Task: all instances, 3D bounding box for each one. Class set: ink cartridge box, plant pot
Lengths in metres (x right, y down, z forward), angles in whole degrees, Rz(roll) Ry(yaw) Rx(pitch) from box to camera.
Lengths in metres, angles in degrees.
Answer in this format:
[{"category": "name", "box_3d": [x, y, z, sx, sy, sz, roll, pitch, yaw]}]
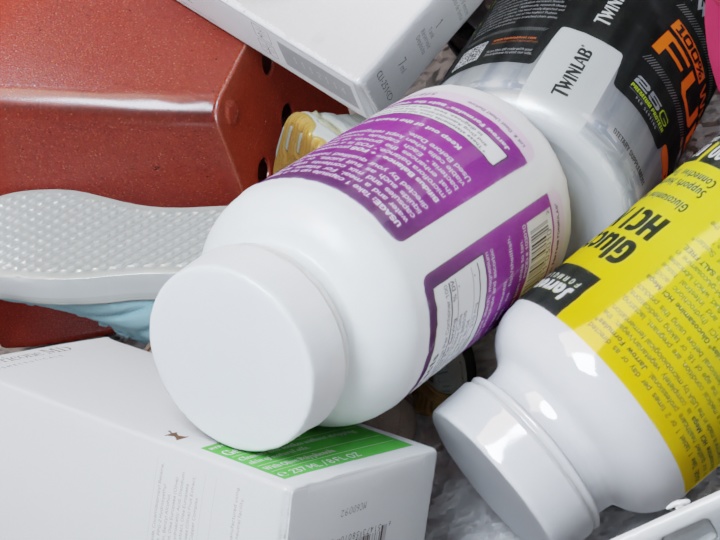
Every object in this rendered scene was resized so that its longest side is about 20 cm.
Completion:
[{"category": "ink cartridge box", "box_3d": [-0.014, -0.194, 1.204, 0.200, 0.045, 0.176, 33, 75, 27]}, {"category": "plant pot", "box_3d": [-0.118, -0.088, 1.287, 0.176, 0.200, 0.200, 3, 47, 23]}]

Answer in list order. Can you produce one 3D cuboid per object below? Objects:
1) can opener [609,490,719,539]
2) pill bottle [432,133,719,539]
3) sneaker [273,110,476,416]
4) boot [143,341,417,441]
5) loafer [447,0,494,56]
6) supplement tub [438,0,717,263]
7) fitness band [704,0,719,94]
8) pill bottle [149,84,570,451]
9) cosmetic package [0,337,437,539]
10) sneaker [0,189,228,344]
[{"category": "can opener", "box_3d": [0.085, 0.148, 0.966, 0.200, 0.053, 0.067, -23, 37, 12]}, {"category": "pill bottle", "box_3d": [0.133, 0.032, 1.017, 0.200, 0.113, 0.112, -39, 36, -11]}, {"category": "sneaker", "box_3d": [0.029, -0.013, 1.180, 0.088, 0.076, 0.200, -4, 48, -26]}, {"category": "boot", "box_3d": [-0.053, 0.089, 1.127, 0.200, 0.070, 0.146, -29, 47, 41]}, {"category": "loafer", "box_3d": [0.067, -0.168, 1.345, 0.072, 0.063, 0.200, -37, 36, -8]}, {"category": "supplement tub", "box_3d": [0.110, -0.091, 1.160, 0.122, 0.123, 0.200, -4, 35, 32]}, {"category": "fitness band", "box_3d": [0.215, -0.070, 1.054, 0.037, 0.144, 0.200, -31, 36, -6]}, {"category": "pill bottle", "box_3d": [0.000, 0.000, 1.007, 0.112, 0.112, 0.200, 0, 21, 36]}, {"category": "cosmetic package", "box_3d": [-0.080, 0.097, 1.018, 0.200, 0.085, 0.108, 17, 16, 34]}, {"category": "sneaker", "box_3d": [-0.121, 0.012, 1.205, 0.200, 0.082, 0.074, 6, 42, 12]}]
